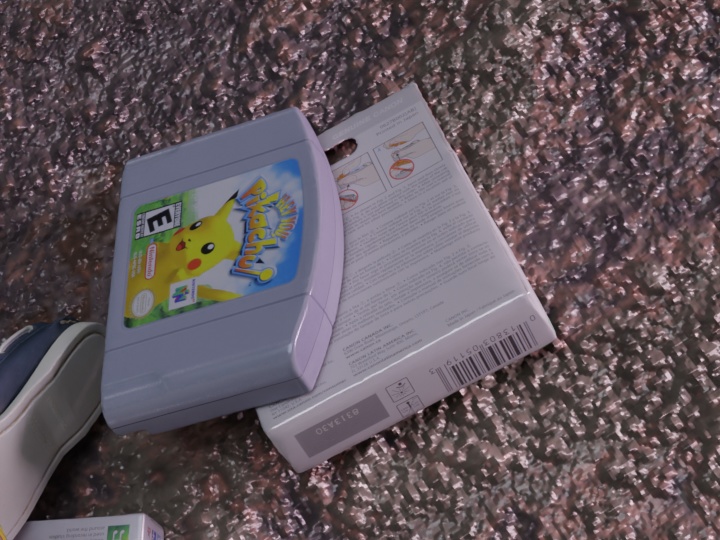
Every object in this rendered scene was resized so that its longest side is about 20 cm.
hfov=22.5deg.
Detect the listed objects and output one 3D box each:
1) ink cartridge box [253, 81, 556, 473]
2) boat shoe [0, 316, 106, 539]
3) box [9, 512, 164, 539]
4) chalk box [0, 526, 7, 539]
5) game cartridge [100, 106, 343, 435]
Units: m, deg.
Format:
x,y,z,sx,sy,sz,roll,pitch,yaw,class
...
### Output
x,y,z,sx,sy,sz,roll,pitch,yaw,class
0.000,0.000,1.024,0.161,0.050,0.200,-28,42,4,ink cartridge box
-0.211,0.096,0.995,0.062,0.075,0.200,5,45,33,boat shoe
-0.183,0.233,0.967,0.144,0.036,0.200,-5,62,16,box
-0.213,0.206,0.869,0.124,0.124,0.200,-23,104,-2,chalk box
-0.075,-0.006,1.015,0.133,0.040,0.200,-14,46,13,game cartridge
